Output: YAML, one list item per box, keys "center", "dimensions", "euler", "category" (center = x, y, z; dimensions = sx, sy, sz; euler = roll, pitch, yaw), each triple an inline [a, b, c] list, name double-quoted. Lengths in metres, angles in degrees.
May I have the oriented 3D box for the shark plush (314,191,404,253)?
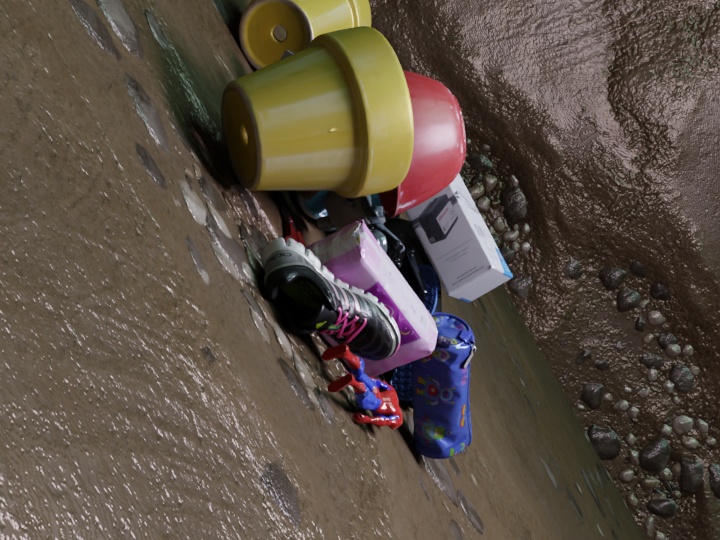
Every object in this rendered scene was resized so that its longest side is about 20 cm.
- center: [0.008, -0.087, 1.722]
  dimensions: [0.200, 0.082, 0.092]
  euler: [30, -59, 59]
  category: "shark plush"

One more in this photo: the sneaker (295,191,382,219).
- center: [-0.044, -0.110, 1.884]
  dimensions: [0.198, 0.130, 0.081]
  euler: [-4, 96, -43]
  category: "sneaker"

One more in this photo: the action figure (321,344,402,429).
- center: [0.008, 0.150, 1.522]
  dimensions: [0.200, 0.051, 0.066]
  euler: [44, 25, -55]
  category: "action figure"

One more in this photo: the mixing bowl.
- center: [0.076, -0.178, 1.666]
  dimensions: [0.200, 0.107, 0.203]
  euler: [170, -90, -81]
  category: "mixing bowl"

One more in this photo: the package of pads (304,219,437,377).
- center: [0.001, 0.039, 1.565]
  dimensions: [0.201, 0.119, 0.076]
  euler: [52, 25, -36]
  category: "package of pads"

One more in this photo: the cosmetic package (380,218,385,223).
- center: [0.041, -0.035, 2.061]
  dimensions: [0.202, 0.071, 0.101]
  euler: [64, 12, 15]
  category: "cosmetic package"

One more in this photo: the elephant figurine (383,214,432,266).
- center: [0.046, 0.007, 1.879]
  dimensions: [0.154, 0.143, 0.200]
  euler: [34, 24, 11]
  category: "elephant figurine"

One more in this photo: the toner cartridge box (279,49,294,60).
- center: [-0.069, -0.236, 1.816]
  dimensions: [0.043, 0.096, 0.200]
  euler: [23, 12, -43]
  category: "toner cartridge box"

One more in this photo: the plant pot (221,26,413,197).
- center: [-0.061, -0.181, 1.529]
  dimensions: [0.200, 0.186, 0.204]
  euler: [167, -90, -69]
  category: "plant pot"

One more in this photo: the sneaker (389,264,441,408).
- center: [0.084, 0.097, 1.801]
  dimensions: [0.078, 0.069, 0.203]
  euler: [38, 59, -60]
  category: "sneaker"

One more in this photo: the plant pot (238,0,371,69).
- center: [-0.101, -0.395, 2.032]
  dimensions: [0.202, 0.199, 0.189]
  euler: [59, 26, -9]
  category: "plant pot"

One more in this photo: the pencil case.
- center: [0.112, 0.155, 1.674]
  dimensions: [0.078, 0.086, 0.203]
  euler: [-39, 136, -48]
  category: "pencil case"

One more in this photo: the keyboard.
- center: [0.037, 0.056, 1.702]
  dimensions: [0.201, 0.039, 0.105]
  euler: [110, -29, -47]
  category: "keyboard"

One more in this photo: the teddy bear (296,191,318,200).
- center: [-0.112, -0.161, 1.728]
  dimensions: [0.146, 0.066, 0.201]
  euler: [57, 2, -43]
  category: "teddy bear"

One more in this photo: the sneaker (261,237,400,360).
- center: [-0.038, 0.050, 1.460]
  dimensions: [0.199, 0.074, 0.088]
  euler: [40, 26, -16]
  category: "sneaker"

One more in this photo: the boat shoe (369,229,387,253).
- center: [0.000, 0.000, 1.674]
  dimensions: [0.073, 0.061, 0.200]
  euler: [61, -13, 16]
  category: "boat shoe"

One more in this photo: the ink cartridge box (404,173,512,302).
- center: [0.132, -0.064, 1.848]
  dimensions: [0.202, 0.083, 0.145]
  euler: [64, 14, 13]
  category: "ink cartridge box"

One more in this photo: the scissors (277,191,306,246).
- center: [-0.089, -0.054, 1.677]
  dimensions: [0.073, 0.014, 0.201]
  euler: [45, 16, -31]
  category: "scissors"
